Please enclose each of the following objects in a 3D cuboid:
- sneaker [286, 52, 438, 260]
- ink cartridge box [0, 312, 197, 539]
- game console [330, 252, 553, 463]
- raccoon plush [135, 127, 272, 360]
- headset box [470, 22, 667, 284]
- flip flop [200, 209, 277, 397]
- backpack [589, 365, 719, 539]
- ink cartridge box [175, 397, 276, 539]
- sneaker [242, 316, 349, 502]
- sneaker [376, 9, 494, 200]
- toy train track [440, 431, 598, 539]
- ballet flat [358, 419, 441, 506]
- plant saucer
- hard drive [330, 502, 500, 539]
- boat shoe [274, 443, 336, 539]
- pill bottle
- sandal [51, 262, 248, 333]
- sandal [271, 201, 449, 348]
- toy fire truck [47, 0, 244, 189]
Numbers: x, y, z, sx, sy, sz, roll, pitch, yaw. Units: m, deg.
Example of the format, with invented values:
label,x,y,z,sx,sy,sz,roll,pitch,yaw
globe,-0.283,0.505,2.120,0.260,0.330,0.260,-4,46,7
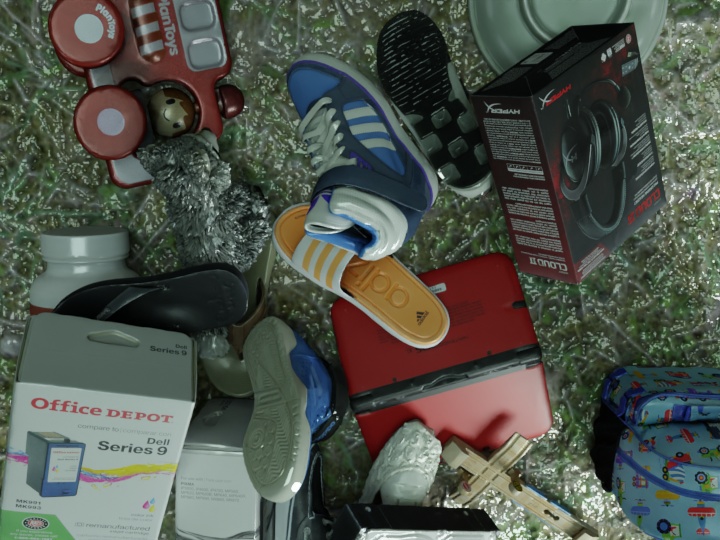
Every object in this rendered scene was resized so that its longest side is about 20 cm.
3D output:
label,x,y,z,sx,sy,sz,roll,pitch,yaw
sneaker,-0.023,-0.101,0.792,0.200,0.147,0.080,47,135,-3
ink cartridge box,-0.233,0.146,0.750,0.143,0.088,0.202,10,123,-19
game console,0.086,0.100,0.896,0.196,0.119,0.175,-16,67,4
raccoon plush,-0.144,-0.028,0.787,0.095,0.134,0.204,-11,75,15
headset box,0.196,-0.098,0.776,0.148,0.077,0.203,-35,119,-27
flip flop,-0.123,0.031,0.869,0.079,0.058,0.204,10,98,-2
backpack,0.325,0.181,0.809,0.179,0.200,0.137,3,99,2
ink cartridge box,-0.130,0.247,0.860,0.083,0.146,0.204,1,100,4
sneaker,-0.052,0.141,0.800,0.076,0.201,0.111,-39,125,16
sneaker,0.074,-0.154,0.833,0.073,0.088,0.203,-23,73,10
toy train track,0.168,0.241,0.894,0.198,0.033,0.115,34,118,-11
ballet flat,0.030,0.248,0.876,0.071,0.072,0.202,26,114,-2
plant saucer,0.202,-0.264,0.818,0.196,0.050,0.204,0,99,2
hard drive,0.035,0.296,0.844,0.198,0.038,0.141,16,112,-41
boat shoe,-0.050,0.274,0.878,0.067,0.072,0.204,3,79,18
pill bottle,-0.270,0.062,0.852,0.110,0.112,0.204,0,99,2
sandal,-0.198,0.041,0.763,0.197,0.043,0.077,-19,113,5
sandal,0.005,-0.006,0.837,0.205,0.059,0.080,35,73,8
toy fire truck,-0.200,-0.189,0.821,0.165,0.112,0.204,-15,100,-15
